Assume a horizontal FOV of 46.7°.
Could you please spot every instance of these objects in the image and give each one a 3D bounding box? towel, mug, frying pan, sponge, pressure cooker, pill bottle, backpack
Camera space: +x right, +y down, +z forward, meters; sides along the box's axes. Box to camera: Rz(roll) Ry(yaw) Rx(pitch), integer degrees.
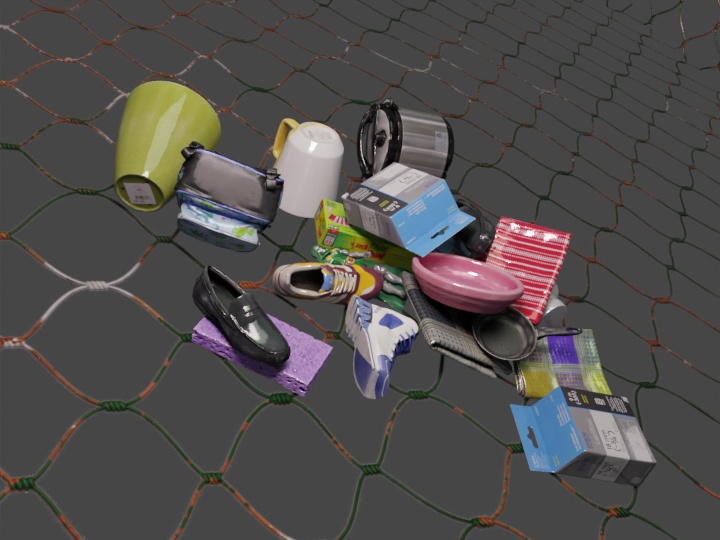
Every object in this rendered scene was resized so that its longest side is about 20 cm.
[{"bbox_3d":[0.291,-0.002,1.537,0.144,0.023,0.201,17,67,21],"label":"towel"},{"bbox_3d":[-0.118,-0.218,1.668,0.186,0.154,0.149,29,36,11],"label":"mug"},{"bbox_3d":[0.280,0.099,1.456,0.189,0.031,0.115,-17,57,-24],"label":"frying pan"},{"bbox_3d":[-0.152,0.115,1.312,0.199,0.030,0.112,25,34,6],"label":"sponge"},{"bbox_3d":[0.084,-0.271,1.827,0.199,0.179,0.177,5,41,-24],"label":"pressure cooker"},{"bbox_3d":[0.300,0.030,1.598,0.112,0.113,0.200,-9,45,-37],"label":"pill bottle"},{"bbox_3d":[0.165,0.098,1.470,0.199,0.035,0.193,24,28,-32],"label":"towel"},{"bbox_3d":[-0.237,-0.116,1.455,0.182,0.148,0.200,18,-6,-9],"label":"backpack"},{"bbox_3d":[0.352,0.163,1.489,0.198,0.023,0.145,7,58,-21],"label":"towel"}]

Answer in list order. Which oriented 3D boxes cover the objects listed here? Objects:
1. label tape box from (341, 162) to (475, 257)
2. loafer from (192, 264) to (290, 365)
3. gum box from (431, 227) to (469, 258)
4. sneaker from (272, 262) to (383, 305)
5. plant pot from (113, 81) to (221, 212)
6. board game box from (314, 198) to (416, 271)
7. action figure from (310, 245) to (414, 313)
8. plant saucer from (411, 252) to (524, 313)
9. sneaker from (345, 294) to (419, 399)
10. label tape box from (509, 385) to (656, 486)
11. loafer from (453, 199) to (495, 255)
[{"bbox_3d":[0.086,-0.116,1.513,0.144,0.064,0.199,-35,41,-28],"label":"label tape box"},{"bbox_3d":[-0.182,0.068,1.272,0.200,0.071,0.068,39,39,24],"label":"loafer"},{"bbox_3d":[0.156,-0.101,1.700,0.170,0.045,0.200,37,26,-2],"label":"gum box"},{"bbox_3d":[-0.047,0.024,1.425,0.198,0.076,0.090,0,0,-18],"label":"sneaker"},{"bbox_3d":[-0.369,-0.208,1.521,0.186,0.188,0.201,17,49,-7],"label":"plant pot"},{"bbox_3d":[0.014,-0.068,1.617,0.199,0.048,0.102,15,35,-19],"label":"board game box"},{"bbox_3d":[0.000,0.000,1.533,0.199,0.055,0.118,20,37,5],"label":"action figure"},{"bbox_3d":[0.182,0.024,1.450,0.199,0.051,0.201,13,15,-4],"label":"plant saucer"},{"bbox_3d":[0.046,0.118,1.371,0.114,0.081,0.200,8,35,-15],"label":"sneaker"},{"bbox_3d":[0.361,0.264,1.361,0.198,0.064,0.145,11,35,-15],"label":"label tape box"},{"bbox_3d":[0.205,-0.085,1.586,0.070,0.068,0.201,30,17,-15],"label":"loafer"}]
